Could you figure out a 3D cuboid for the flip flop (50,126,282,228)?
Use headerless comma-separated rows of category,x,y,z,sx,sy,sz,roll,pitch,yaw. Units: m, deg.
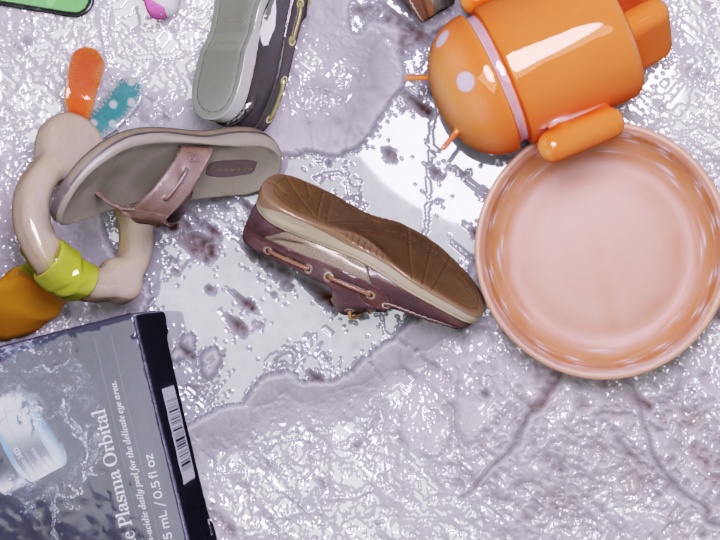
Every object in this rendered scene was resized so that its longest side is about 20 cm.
flip flop,-0.141,-0.064,1.466,0.058,0.199,0.081,59,138,29

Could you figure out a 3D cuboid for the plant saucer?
plant saucer,0.189,-0.016,1.505,0.199,0.037,0.201,0,90,3

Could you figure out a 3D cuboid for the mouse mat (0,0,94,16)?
mouse mat,-0.278,-0.313,1.553,0.160,0.008,0.201,10,91,4

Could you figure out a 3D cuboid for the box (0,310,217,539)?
box,-0.235,0.149,1.490,0.199,0.117,0.198,-14,88,4

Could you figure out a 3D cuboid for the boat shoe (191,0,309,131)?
boat shoe,-0.076,-0.208,1.515,0.072,0.060,0.202,15,86,42

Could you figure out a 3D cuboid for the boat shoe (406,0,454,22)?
boat shoe,0.007,-0.286,1.508,0.074,0.076,0.201,-25,94,25

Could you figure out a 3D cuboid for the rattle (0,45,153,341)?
rattle,-0.242,-0.059,1.536,0.130,0.143,0.201,-1,72,-28

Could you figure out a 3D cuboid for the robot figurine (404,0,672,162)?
robot figurine,0.138,-0.160,1.467,0.199,0.117,0.144,-24,101,0

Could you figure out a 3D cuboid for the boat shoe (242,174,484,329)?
boat shoe,0.000,0.000,1.509,0.199,0.072,0.072,26,121,-7

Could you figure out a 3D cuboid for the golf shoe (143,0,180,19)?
golf shoe,-0.132,-0.296,1.512,0.091,0.075,0.201,5,91,0
